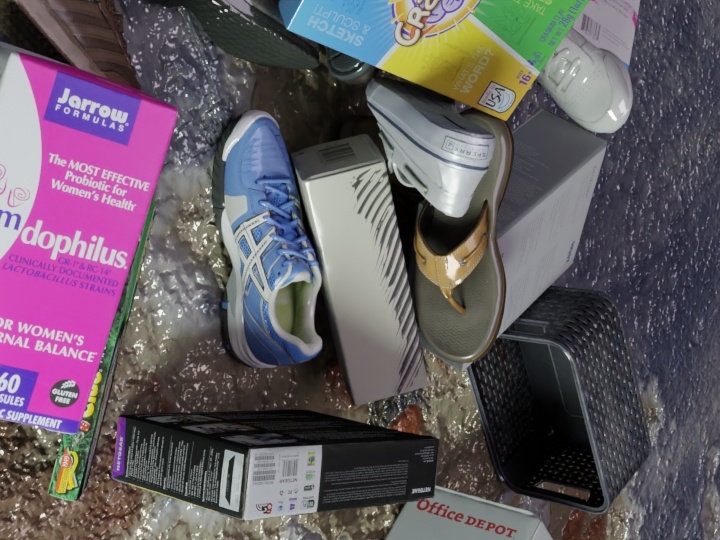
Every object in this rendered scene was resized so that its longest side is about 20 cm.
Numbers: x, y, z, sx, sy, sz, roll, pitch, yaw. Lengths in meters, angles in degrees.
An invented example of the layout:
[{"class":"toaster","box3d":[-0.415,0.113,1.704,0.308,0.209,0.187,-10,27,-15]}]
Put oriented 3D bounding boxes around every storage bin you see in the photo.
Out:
[{"class":"storage bin","box3d":[0.194,0.124,1.124,0.094,0.134,0.202,-39,121,-37]}]

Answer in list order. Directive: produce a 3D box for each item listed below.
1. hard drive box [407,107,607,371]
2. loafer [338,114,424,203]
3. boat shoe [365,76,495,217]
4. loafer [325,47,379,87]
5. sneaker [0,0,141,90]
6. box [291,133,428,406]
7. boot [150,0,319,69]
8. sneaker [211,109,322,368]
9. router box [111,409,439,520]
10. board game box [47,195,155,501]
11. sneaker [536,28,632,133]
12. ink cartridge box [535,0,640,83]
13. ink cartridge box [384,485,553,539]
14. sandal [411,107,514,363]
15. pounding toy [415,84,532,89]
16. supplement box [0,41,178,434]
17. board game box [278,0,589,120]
[{"class":"hard drive box","box3d":[0.130,-0.030,1.038,0.200,0.076,0.157,-37,148,-38]},{"class":"loafer","box3d":[0.066,-0.096,1.012,0.199,0.067,0.077,1,94,-47]},{"class":"boat shoe","box3d":[0.041,-0.097,0.861,0.073,0.200,0.067,11,108,-15]},{"class":"loafer","box3d":[0.028,-0.242,0.957,0.063,0.071,0.202,30,70,-51]},{"class":"sneaker","box3d":[-0.177,-0.152,0.743,0.076,0.070,0.201,-56,131,-28]},{"class":"box","box3d":[0.000,0.000,0.919,0.068,0.082,0.202,-14,115,-4]},{"class":"boot","box3d":[-0.088,-0.240,0.834,0.199,0.067,0.132,26,72,-46]},{"class":"sneaker","box3d":[-0.064,-0.023,0.874,0.075,0.077,0.202,-16,104,-43]},{"class":"router box","box3d":[-0.059,0.139,0.844,0.199,0.148,0.052,6,89,-47]},{"class":"board game box","box3d":[-0.170,0.047,0.756,0.023,0.105,0.202,13,82,-6]},{"class":"sneaker","box3d":[0.171,-0.198,1.057,0.099,0.201,0.075,-4,138,-40]},{"class":"ink cartridge box","box3d":[0.232,-0.287,1.170,0.115,0.067,0.202,17,82,-47]},{"class":"ink cartridge box","box3d":[0.074,0.306,1.007,0.201,0.145,0.083,-55,131,-27]},{"class":"sandal","box3d":[0.078,-0.029,0.894,0.054,0.081,0.202,-1,102,-61]},{"class":"pounding toy","box3d":[0.124,-0.283,0.935,0.201,0.141,0.185,-70,159,-44]},{"class":"supplement box","box3d":[-0.193,-0.021,0.668,0.100,0.103,0.202,15,96,-27]},{"class":"board game box","box3d":[0.063,-0.209,0.818,0.198,0.041,0.154,17,124,-27]}]
